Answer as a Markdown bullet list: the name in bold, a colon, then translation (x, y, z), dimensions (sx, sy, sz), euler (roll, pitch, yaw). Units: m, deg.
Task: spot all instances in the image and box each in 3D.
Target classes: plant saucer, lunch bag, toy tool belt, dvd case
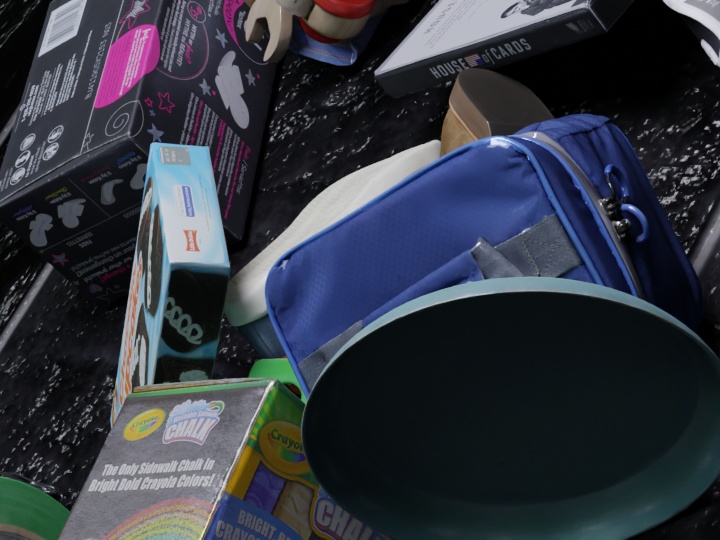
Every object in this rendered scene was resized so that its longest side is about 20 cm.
- **plant saucer**: translation (0.073, 0.065, 1.132), dimensions (0.199, 0.200, 0.028), euler (-26, 43, 28)
- **lunch bag**: translation (0.062, 0.014, 1.208), dimensions (0.199, 0.136, 0.132), euler (-32, -6, 32)
- **toy tool belt**: translation (-0.023, -0.187, 1.607), dimensions (0.201, 0.124, 0.123), euler (-83, 17, -47)
- **dvd case**: translation (0.111, -0.170, 1.439), dimensions (0.150, 0.025, 0.199), euler (-49, 20, -30)

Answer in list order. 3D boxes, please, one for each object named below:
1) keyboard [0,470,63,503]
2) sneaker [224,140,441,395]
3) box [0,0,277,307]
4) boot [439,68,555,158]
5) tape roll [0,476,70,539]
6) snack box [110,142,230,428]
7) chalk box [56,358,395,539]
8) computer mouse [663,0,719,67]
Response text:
- **keyboard**: translation (-0.231, 0.175, 1.525), dimensions (0.199, 0.021, 0.128), euler (10, 69, 51)
- **sneaker**: translation (0.000, 0.000, 1.412), dimensions (0.075, 0.085, 0.200), euler (-21, 16, 46)
- **box**: translation (-0.143, -0.099, 1.626), dimensions (0.132, 0.115, 0.201), euler (-25, 38, 32)
- **boot**: translation (0.091, -0.024, 1.350), dimensions (0.076, 0.073, 0.200), euler (-66, 30, 29)
- **tape roll**: translation (-0.193, 0.208, 1.280), dimensions (0.048, 0.200, 0.201), euler (-20, 42, 34)
- **snack box**: translation (-0.109, 0.044, 1.400), dimensions (0.116, 0.037, 0.201), euler (-105, 22, -53)
- **chalk box**: translation (-0.065, 0.137, 1.286), dimensions (0.124, 0.124, 0.201), euler (-6, 50, 46)
- **computer mouse**: translation (0.222, -0.126, 1.308), dimensions (0.109, 0.044, 0.200), euler (-33, 34, 1)
